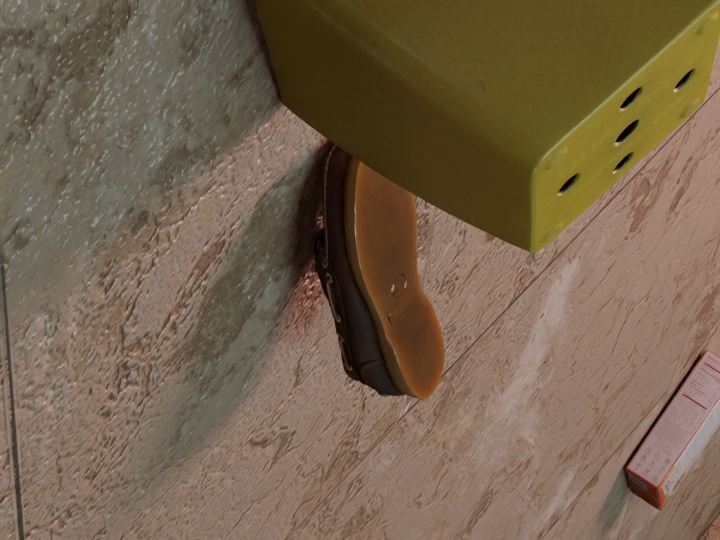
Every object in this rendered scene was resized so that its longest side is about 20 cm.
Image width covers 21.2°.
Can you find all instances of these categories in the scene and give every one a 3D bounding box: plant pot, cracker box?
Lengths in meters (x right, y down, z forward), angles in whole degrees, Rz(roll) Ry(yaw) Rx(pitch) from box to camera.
[{"bbox_3d":[0.079,-0.130,1.015,0.200,0.176,0.200,-41,164,-10],"label":"plant pot"},{"bbox_3d":[0.437,0.217,2.607,0.200,0.058,0.134,-53,160,-10],"label":"cracker box"}]

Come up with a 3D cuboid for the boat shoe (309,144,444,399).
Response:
[{"bbox_3d":[0.000,0.000,1.248,0.070,0.070,0.201,-44,135,-40],"label":"boat shoe"}]
